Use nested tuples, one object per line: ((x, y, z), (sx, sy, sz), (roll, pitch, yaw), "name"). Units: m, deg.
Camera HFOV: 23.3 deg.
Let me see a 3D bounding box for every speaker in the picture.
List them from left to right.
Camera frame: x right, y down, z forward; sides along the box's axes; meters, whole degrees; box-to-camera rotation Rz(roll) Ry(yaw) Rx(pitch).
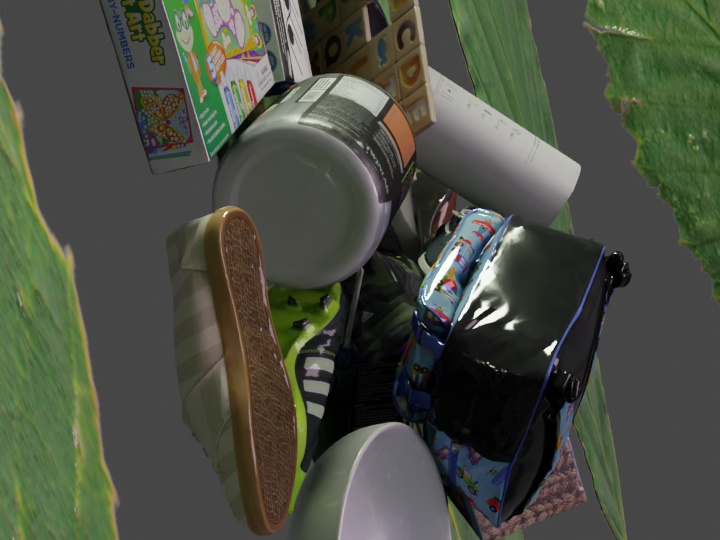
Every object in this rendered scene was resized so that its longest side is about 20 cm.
((0.088, -0.109, 1.496), (0.200, 0.081, 0.081), (32, 27, -8), "speaker")

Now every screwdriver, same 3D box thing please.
((-0.008, 0.051, 1.279), (0.029, 0.028, 0.200), (61, -19, 19), "screwdriver")

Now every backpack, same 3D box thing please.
((0.103, 0.081, 1.307), (0.183, 0.134, 0.201), (-58, 164, -46), "backpack")

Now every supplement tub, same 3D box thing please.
((-0.026, -0.071, 1.252), (0.200, 0.122, 0.123), (-59, 136, -70), "supplement tub")

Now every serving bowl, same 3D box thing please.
((-0.002, 0.206, 1.213), (0.200, 0.066, 0.201), (-2, 90, -65), "serving bowl")

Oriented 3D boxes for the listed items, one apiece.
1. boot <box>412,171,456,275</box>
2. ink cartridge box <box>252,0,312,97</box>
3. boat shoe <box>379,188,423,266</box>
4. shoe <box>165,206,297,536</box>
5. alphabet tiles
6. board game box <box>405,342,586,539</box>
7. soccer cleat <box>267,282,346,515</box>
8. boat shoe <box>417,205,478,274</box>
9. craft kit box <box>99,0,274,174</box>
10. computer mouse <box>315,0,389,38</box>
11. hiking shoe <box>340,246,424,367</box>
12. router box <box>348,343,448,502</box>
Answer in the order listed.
((0.081, 0.021, 1.732), (0.189, 0.068, 0.201), (-84, 159, -51), "boot")
((-0.083, -0.235, 1.313), (0.094, 0.044, 0.201), (-16, 94, -78), "ink cartridge box")
((0.010, -0.050, 1.490), (0.201, 0.071, 0.070), (69, 14, -62), "boat shoe")
((-0.081, 0.063, 1.071), (0.070, 0.053, 0.201), (4, 77, -66), "shoe")
((0.002, -0.146, 1.405), (0.008, 0.167, 0.201), (7, 67, -34), "alphabet tiles")
((0.098, 0.112, 1.507), (0.200, 0.096, 0.160), (-133, -156, -69), "board game box")
((-0.050, 0.078, 1.185), (0.200, 0.067, 0.081), (-75, 162, -50), "soccer cleat")
((0.095, -0.013, 1.469), (0.075, 0.062, 0.200), (37, 10, -2), "boat shoe")
((-0.120, -0.186, 1.136), (0.200, 0.048, 0.198), (-67, 141, -67), "craft kit box")
((0.022, -0.167, 1.559), (0.046, 0.140, 0.200), (-45, 140, -25), "computer mouse")
((0.000, 0.000, 1.391), (0.101, 0.076, 0.200), (53, 4, -14), "hiking shoe")
((0.033, 0.182, 1.408), (0.150, 0.051, 0.201), (-86, 166, -48), "router box")
